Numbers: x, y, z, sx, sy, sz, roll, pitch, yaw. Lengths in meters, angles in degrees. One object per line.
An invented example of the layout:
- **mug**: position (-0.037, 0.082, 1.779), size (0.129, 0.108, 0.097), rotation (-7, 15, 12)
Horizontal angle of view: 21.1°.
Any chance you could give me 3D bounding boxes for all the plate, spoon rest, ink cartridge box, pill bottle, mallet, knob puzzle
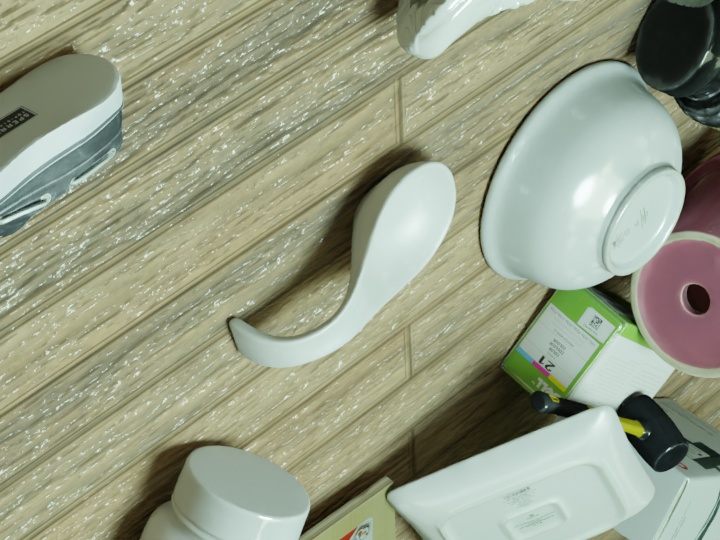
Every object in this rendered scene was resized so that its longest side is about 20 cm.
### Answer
- **plate**: position (0.142, 0.198, 1.621), size (0.199, 0.032, 0.200), rotation (-23, 146, 8)
- **spoon rest**: position (0.000, 0.000, 1.372), size (0.200, 0.061, 0.100), rotation (-42, 146, -18)
- **ink cartridge box**: position (0.177, 0.117, 1.697), size (0.200, 0.076, 0.148), rotation (-53, 148, 9)
- **pill bottle**: position (0.321, -0.161, 1.558), size (0.199, 0.112, 0.112), rotation (14, 109, -34)
- **mallet**: position (0.201, 0.119, 1.628), size (0.200, 0.066, 0.041), rotation (23, 115, -42)
- **ink cartridge box**: position (0.284, 0.190, 1.832), size (0.200, 0.146, 0.083), rotation (3, 116, -54)
- **knob puzzle**: position (-0.045, 0.277, 1.596), size (0.219, 0.030, 0.220), rotation (-33, 142, -31)
- **pill bottle**: position (-0.115, 0.235, 1.389), size (0.113, 0.113, 0.201), rotation (-1, 121, -52)

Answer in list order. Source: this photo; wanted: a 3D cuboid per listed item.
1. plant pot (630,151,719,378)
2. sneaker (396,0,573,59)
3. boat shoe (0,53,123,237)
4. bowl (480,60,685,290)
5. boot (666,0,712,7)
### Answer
- **plant pot**: position (0.327, 0.003, 1.644), size (0.179, 0.200, 0.201), rotation (-27, 140, -49)
- **sneaker**: position (0.109, -0.202, 1.282), size (0.200, 0.078, 0.099), rotation (-47, 118, -9)
- **boat shoe**: position (-0.209, -0.045, 1.059), size (0.200, 0.072, 0.068), rotation (-40, 144, -34)
- **bowl**: position (0.195, -0.059, 1.542), size (0.201, 0.090, 0.202), rotation (-33, 141, -31)
- **boot**: position (0.219, -0.271, 1.399), size (0.200, 0.077, 0.139), rotation (-4, 118, -52)
